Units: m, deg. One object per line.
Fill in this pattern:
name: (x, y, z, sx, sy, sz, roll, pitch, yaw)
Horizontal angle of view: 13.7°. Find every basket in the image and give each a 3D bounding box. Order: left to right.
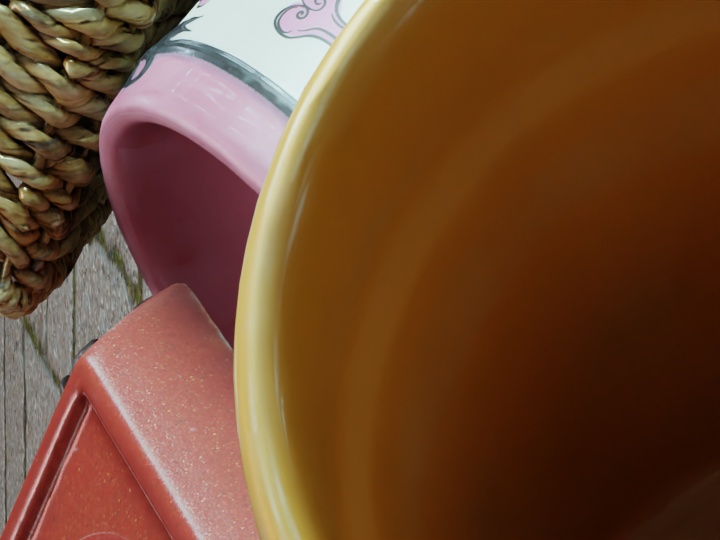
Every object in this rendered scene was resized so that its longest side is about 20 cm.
basket: (-0.130, -0.095, 0.988, 0.200, 0.142, 0.149, -69, 2, -70)

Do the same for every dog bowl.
dog bowl: (0.000, 0.000, 0.890, 0.200, 0.074, 0.200, 44, 158, 24)

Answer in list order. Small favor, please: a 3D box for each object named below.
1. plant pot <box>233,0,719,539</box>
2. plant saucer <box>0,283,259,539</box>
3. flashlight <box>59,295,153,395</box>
plant pot: (0.089, 0.048, 0.508, 0.183, 0.200, 0.201, 78, -177, -61)
plant saucer: (-0.070, 0.131, 0.859, 0.200, 0.037, 0.200, -65, 35, 20)
flashlight: (-0.025, 0.100, 1.061, 0.068, 0.068, 0.200, -43, 79, 26)
